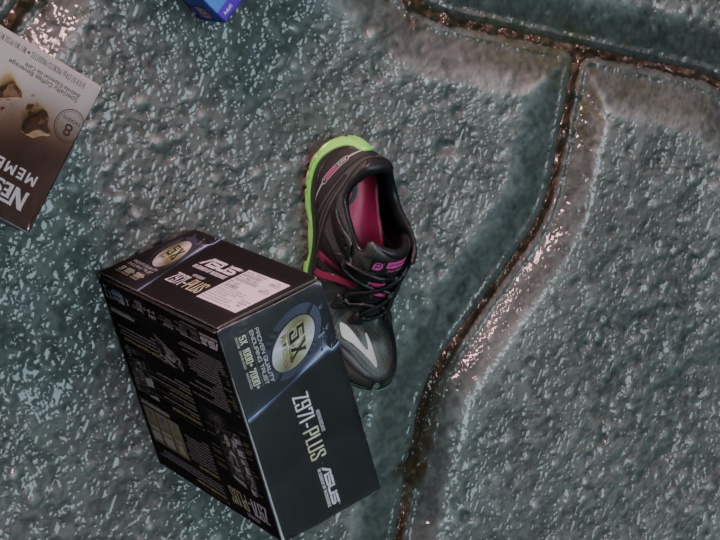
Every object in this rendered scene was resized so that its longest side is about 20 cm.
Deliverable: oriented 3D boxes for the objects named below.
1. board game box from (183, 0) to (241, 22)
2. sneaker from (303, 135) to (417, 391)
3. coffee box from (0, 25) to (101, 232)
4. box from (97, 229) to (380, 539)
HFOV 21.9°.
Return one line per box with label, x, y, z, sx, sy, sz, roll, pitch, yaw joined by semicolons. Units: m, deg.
board game box;-0.125;-0.298;1.305;0.200;0.045;0.153;42;77;-31
sneaker;0.000;0.000;1.425;0.076;0.084;0.202;-15;108;-29
coffee box;-0.285;-0.122;1.217;0.199;0.080;0.114;32;81;-33
box;-0.088;0.076;1.313;0.086;0.199;0.165;-25;112;-25
